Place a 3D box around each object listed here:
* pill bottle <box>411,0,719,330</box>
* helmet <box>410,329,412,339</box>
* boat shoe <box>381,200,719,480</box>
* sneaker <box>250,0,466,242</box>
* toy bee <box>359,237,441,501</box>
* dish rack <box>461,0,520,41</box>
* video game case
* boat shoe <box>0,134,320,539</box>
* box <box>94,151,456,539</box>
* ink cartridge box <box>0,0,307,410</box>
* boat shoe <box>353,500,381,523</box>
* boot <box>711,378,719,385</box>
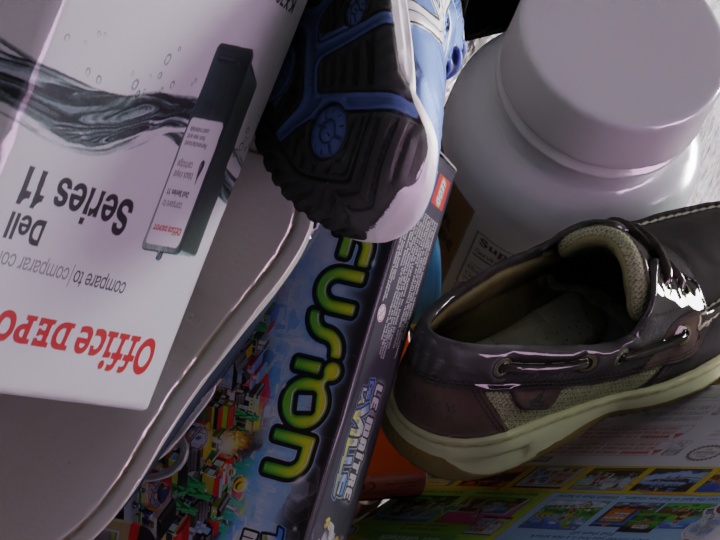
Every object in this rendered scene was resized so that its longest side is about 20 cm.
[{"bbox_3d":[0.086,-0.043,0.880,0.115,0.114,0.200,-55,172,-32],"label":"pill bottle"},{"bbox_3d":[0.099,0.079,1.043,0.191,0.199,0.201,-43,149,-32],"label":"helmet"},{"bbox_3d":[0.095,0.014,0.768,0.200,0.072,0.066,-25,143,-32],"label":"boat shoe"},{"bbox_3d":[0.006,-0.079,0.672,0.076,0.077,0.201,-46,-148,27],"label":"sneaker"},{"bbox_3d":[0.000,0.000,0.840,0.109,0.130,0.202,128,-21,-74],"label":"toy bee"},{"bbox_3d":[0.085,-0.190,0.820,0.152,0.055,0.201,-17,147,-23],"label":"dish rack"},{"bbox_3d":[0.080,0.091,0.743,0.181,0.199,0.023,-30,104,-36],"label":"video game case"},{"bbox_3d":[-0.088,0.036,0.681,0.201,0.075,0.062,-54,172,-2],"label":"boat shoe"},{"bbox_3d":[-0.046,0.042,0.721,0.035,0.109,0.202,36,69,-63],"label":"box"},{"bbox_3d":[-0.088,-0.067,0.583,0.201,0.083,0.146,-68,159,2],"label":"ink cartridge box"},{"bbox_3d":[-0.034,0.102,0.904,0.075,0.074,0.202,-59,158,3],"label":"boat shoe"},{"bbox_3d":[0.124,0.127,0.916,0.199,0.155,0.072,-32,-160,29],"label":"boot"}]
